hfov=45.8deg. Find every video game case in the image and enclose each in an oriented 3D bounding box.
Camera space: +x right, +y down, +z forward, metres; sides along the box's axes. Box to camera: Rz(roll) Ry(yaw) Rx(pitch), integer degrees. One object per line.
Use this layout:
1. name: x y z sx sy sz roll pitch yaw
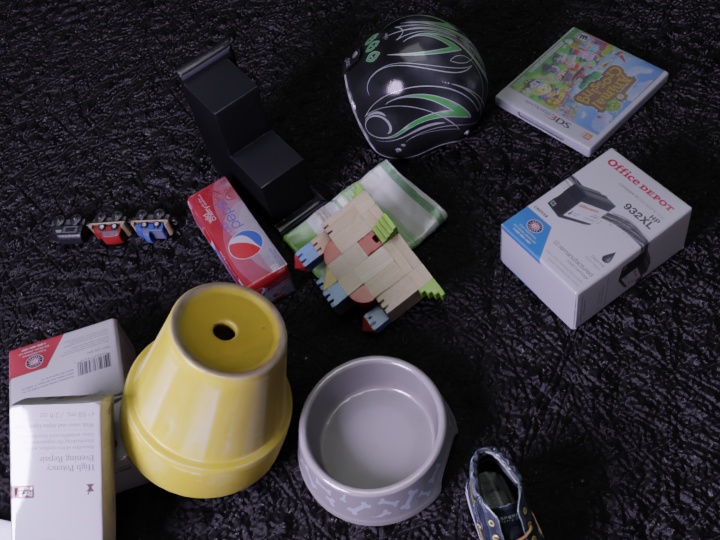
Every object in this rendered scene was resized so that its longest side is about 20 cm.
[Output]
1. video game case: 0.337 -0.279 1.303 0.200 0.022 0.181 -41 58 -19

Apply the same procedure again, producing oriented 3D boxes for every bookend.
1. bookend: -0.150 -0.186 1.213 0.092 0.201 0.199 -35 55 -16

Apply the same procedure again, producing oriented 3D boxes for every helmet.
1. helmet: 0.089 -0.275 1.253 0.188 0.200 0.203 -17 51 19

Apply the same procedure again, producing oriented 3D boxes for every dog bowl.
1. dog bowl: 0.017 0.190 1.000 0.196 0.059 0.203 -4 54 6

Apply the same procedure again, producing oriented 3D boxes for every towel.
1. towel: 0.005 -0.062 1.202 0.199 0.031 0.149 -37 56 -16

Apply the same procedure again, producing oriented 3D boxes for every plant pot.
1. plant pot: -0.164 0.121 0.961 0.197 0.190 0.203 11 45 -11

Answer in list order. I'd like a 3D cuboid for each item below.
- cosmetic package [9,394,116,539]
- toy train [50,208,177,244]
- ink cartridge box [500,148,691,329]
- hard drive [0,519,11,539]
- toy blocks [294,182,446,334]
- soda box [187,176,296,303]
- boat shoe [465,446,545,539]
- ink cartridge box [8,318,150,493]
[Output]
1. cosmetic package: -0.322 0.241 0.928 0.100 0.074 0.204 -2 89 -5
2. toy train: -0.368 -0.062 1.266 0.196 0.034 0.046 -3 57 9
3. ink cartridge box: 0.301 -0.045 1.102 0.199 0.084 0.145 -33 55 -14
4. hard drive: -0.446 0.354 0.985 0.196 0.026 0.133 7 56 15
5. toy blocks: 0.000 0.000 1.113 0.136 0.100 0.201 -37 73 -2
6. soda box: -0.169 -0.039 1.195 0.069 0.064 0.201 -30 56 -12
7. boat shoe: 0.159 0.286 0.884 0.070 0.091 0.202 -20 54 -5
8. ink cartridge box: -0.348 0.181 1.056 0.144 0.083 0.202 -17 54 -3
